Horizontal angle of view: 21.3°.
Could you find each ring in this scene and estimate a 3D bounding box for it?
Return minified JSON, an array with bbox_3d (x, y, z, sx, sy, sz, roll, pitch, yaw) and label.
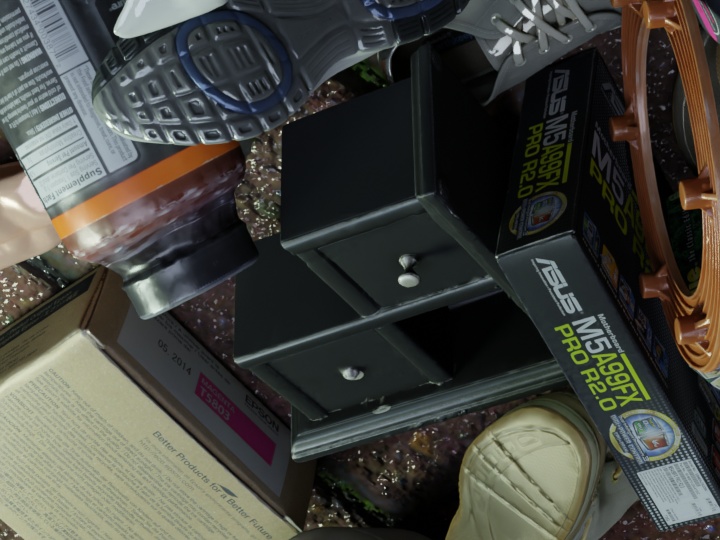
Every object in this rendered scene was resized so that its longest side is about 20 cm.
[{"bbox_3d":[0.139,-0.052,0.882,0.019,0.201,0.201,-7,128,-1],"label":"ring"}]

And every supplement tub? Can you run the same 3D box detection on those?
[{"bbox_3d":[-0.127,-0.079,0.977,0.106,0.107,0.201,-25,96,27],"label":"supplement tub"}]

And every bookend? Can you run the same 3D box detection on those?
[{"bbox_3d":[0.000,0.000,1.024,0.198,0.093,0.200,-18,143,23],"label":"bookend"}]

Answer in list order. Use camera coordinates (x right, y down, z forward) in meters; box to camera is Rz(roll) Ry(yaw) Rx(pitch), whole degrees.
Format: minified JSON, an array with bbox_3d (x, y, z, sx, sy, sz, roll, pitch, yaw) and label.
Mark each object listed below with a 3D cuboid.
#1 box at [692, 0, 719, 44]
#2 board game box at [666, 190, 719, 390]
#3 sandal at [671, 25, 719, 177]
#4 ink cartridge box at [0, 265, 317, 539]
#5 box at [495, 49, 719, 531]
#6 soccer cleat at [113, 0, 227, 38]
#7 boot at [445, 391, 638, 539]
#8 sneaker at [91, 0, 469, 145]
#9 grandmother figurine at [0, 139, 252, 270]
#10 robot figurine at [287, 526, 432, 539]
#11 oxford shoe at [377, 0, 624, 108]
[{"bbox_3d":[0.226,-0.186,0.816,0.199,0.106,0.123,-31,119,1],"label":"box"},{"bbox_3d":[0.226,0.045,1.011,0.023,0.105,0.200,-27,136,28],"label":"board game box"},{"bbox_3d":[0.214,-0.114,0.955,0.080,0.054,0.201,20,129,-5],"label":"sandal"},{"bbox_3d":[-0.151,0.112,1.196,0.164,0.075,0.200,-30,117,28],"label":"ink cartridge box"},{"bbox_3d":[0.140,0.010,1.001,0.044,0.161,0.201,-18,122,25],"label":"box"},{"bbox_3d":[-0.124,-0.199,0.849,0.085,0.069,0.201,-30,102,10],"label":"soccer cleat"},{"bbox_3d":[0.129,0.103,1.075,0.072,0.154,0.201,44,148,20],"label":"boot"},{"bbox_3d":[-0.040,-0.111,0.937,0.199,0.087,0.075,-23,95,-17],"label":"sneaker"},{"bbox_3d":[-0.154,-0.051,1.081,0.199,0.061,0.121,-17,150,20],"label":"grandmother figurine"},{"bbox_3d":[-0.001,0.216,1.181,0.169,0.114,0.200,-27,163,17],"label":"robot figurine"},{"bbox_3d":[0.092,-0.134,0.962,0.199,0.058,0.075,-26,116,26],"label":"oxford shoe"}]
